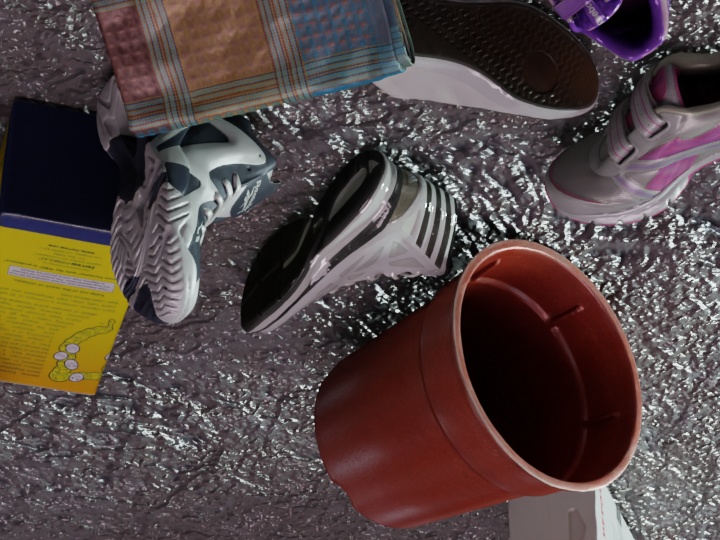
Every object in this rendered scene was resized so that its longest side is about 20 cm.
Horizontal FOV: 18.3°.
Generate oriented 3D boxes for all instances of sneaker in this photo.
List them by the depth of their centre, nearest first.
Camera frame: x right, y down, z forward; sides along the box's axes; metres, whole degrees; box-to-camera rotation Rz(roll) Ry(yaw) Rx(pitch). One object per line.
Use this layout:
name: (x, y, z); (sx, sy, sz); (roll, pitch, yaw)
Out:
sneaker: (0.135, -0.201, 1.421); (0.080, 0.088, 0.200); (-31, 132, 34)
sneaker: (0.065, -0.147, 1.519); (0.200, 0.073, 0.085); (16, 163, -23)
sneaker: (-0.105, -0.046, 1.533); (0.130, 0.199, 0.079); (12, 135, -35)
sneaker: (0.212, -0.105, 1.559); (0.200, 0.081, 0.088); (-27, 134, 18)
sneaker: (0.000, 0.000, 1.682); (0.115, 0.076, 0.200); (25, 133, -26)

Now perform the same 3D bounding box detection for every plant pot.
plant pot: (0.079, 0.104, 1.737); (0.201, 0.201, 0.195); (28, 142, -32)

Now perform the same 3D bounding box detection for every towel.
towel: (-0.076, -0.175, 1.439); (0.200, 0.022, 0.147); (-13, 102, 15)

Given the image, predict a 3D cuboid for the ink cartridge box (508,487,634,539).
ink cartridge box: (0.199, 0.284, 1.989); (0.083, 0.147, 0.200); (-12, 140, 17)

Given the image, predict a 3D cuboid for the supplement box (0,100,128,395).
supplement box: (-0.223, -0.013, 1.633); (0.109, 0.109, 0.200); (10, 141, -14)
